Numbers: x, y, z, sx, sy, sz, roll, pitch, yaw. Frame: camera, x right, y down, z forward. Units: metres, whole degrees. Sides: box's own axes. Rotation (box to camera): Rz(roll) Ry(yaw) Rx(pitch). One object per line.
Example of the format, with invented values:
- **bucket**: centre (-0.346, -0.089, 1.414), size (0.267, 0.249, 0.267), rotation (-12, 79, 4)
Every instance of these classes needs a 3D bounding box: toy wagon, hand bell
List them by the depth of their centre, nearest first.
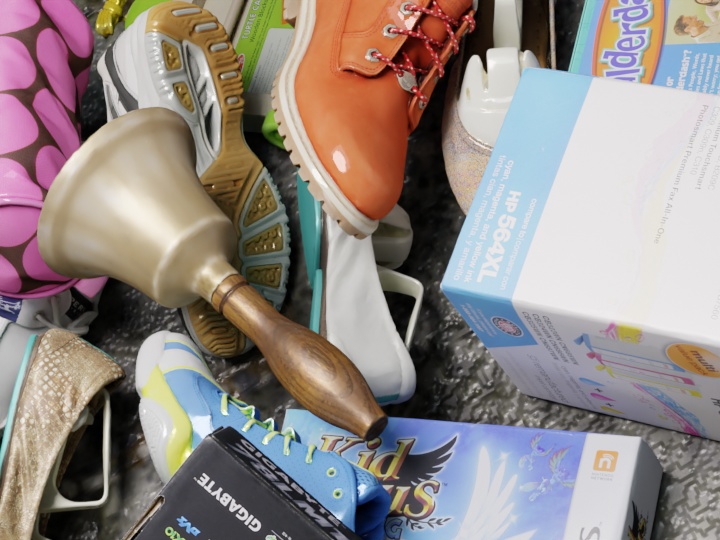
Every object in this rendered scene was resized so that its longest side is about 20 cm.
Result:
- **hand bell**: centre (-0.060, 0.016, 1.011), size (0.104, 0.104, 0.200), rotation (-47, 62, -5)
- **toy wagon**: centre (-0.067, -0.148, 1.226), size (0.198, 0.040, 0.156), rotation (6, 66, 29)

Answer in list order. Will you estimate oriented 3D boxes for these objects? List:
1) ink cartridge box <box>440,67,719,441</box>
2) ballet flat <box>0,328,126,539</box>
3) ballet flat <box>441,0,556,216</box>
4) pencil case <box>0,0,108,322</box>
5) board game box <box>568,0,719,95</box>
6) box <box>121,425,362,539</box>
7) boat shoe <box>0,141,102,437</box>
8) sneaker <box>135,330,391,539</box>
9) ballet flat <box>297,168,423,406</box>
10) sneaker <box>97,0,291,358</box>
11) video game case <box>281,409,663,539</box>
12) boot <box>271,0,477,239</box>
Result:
- **ink cartridge box**: centre (0.164, 0.000, 0.974), size (0.198, 0.129, 0.126), rotation (12, 69, 31)
- **ballet flat**: centre (-0.172, 0.132, 1.100), size (0.065, 0.071, 0.202), rotation (14, 80, 0)
- **ballet flat**: centre (0.077, -0.117, 1.115), size (0.067, 0.067, 0.202), rotation (-1, 62, 4)
- **pencil case**: centre (-0.186, -0.075, 1.146), size (0.091, 0.093, 0.201), rotation (-49, 34, 37)
- **board game box**: centre (0.211, -0.117, 1.070), size (0.198, 0.045, 0.153), rotation (4, 65, 27)
- **box**: centre (-0.051, 0.209, 0.911), size (0.200, 0.050, 0.199), rotation (39, 97, 5)
- **boat shoe**: centre (-0.181, 0.015, 1.174), size (0.065, 0.072, 0.201), rotation (5, 57, 33)
- **sneaker**: centre (-0.042, 0.105, 1.005), size (0.104, 0.076, 0.201), rotation (-22, 60, 2)
- **ballet flat**: centre (0.000, 0.000, 1.094), size (0.069, 0.070, 0.201), rotation (-19, 43, 15)
- **sneaker**: centre (-0.099, -0.046, 1.156), size (0.087, 0.075, 0.202), rotation (-19, 78, 48)
- **video game case**: centre (0.034, 0.164, 0.997), size (0.198, 0.045, 0.183), rotation (2, 63, 27)
- **boot**: centre (0.014, -0.111, 1.077), size (0.107, 0.075, 0.201), rotation (-25, 45, 28)
